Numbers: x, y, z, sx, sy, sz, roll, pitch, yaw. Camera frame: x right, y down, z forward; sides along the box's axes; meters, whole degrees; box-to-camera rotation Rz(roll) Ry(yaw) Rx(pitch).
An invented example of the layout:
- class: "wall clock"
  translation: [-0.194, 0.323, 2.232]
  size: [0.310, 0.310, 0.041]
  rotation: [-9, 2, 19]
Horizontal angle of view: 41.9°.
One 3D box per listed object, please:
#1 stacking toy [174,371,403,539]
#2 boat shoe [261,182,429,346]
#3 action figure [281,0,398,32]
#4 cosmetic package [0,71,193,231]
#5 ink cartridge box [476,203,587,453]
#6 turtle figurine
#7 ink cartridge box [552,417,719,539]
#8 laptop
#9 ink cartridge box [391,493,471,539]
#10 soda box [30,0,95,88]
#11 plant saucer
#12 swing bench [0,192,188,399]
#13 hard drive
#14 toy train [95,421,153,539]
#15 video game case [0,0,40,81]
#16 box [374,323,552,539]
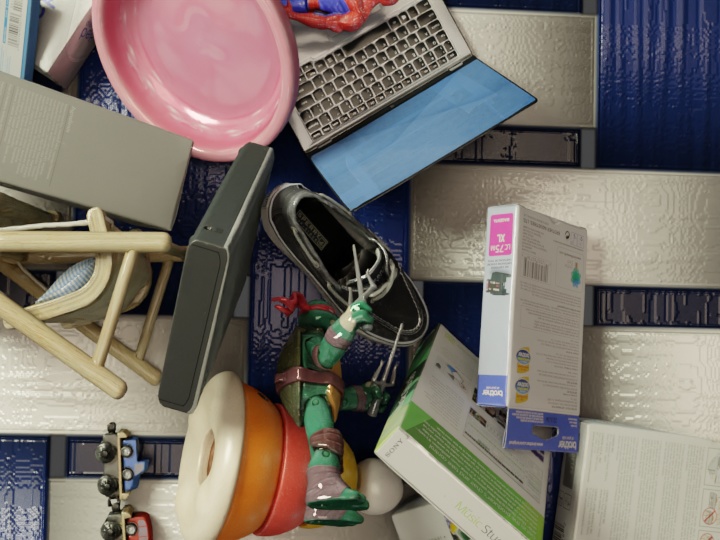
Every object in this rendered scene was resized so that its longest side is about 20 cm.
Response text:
- class: "stacking toy"
  translation: [-0.053, 0.178, 0.822]
  size: [0.196, 0.146, 0.150]
  rotation: [14, 87, -22]
- class: "boat shoe"
  translation: [0.000, 0.000, 0.810]
  size: [0.072, 0.067, 0.200]
  rotation: [-50, 117, -15]
- class: "action figure"
  translation: [-0.062, -0.243, 0.839]
  size: [0.195, 0.052, 0.067]
  rotation: [0, 60, 3]
- class: "cosmetic package"
  translation: [-0.249, -0.099, 0.769]
  size: [0.197, 0.106, 0.092]
  rotation: [20, 85, -35]
- class: "ink cartridge box"
  translation: [0.152, 0.054, 0.823]
  size: [0.118, 0.041, 0.205]
  rotation: [13, 76, -46]
- class: "turtle figurine"
  translation: [-0.020, 0.093, 0.754]
  size: [0.098, 0.150, 0.204]
  rotation: [-5, 65, 12]
- class: "ink cartridge box"
  translation: [0.277, 0.230, 0.870]
  size: [0.195, 0.047, 0.164]
  rotation: [9, 87, -14]
- class: "laptop"
  translation: [0.018, -0.179, 0.826]
  size: [0.185, 0.116, 0.203]
  rotation: [-30, 90, -5]
- class: "ink cartridge box"
  translation: [0.115, 0.289, 0.828]
  size: [0.107, 0.050, 0.204]
  rotation: [-21, 88, 21]
- class: "soda box"
  translation: [-0.242, -0.269, 0.838]
  size: [0.068, 0.063, 0.202]
  rotation: [33, 86, -1]
- class: "plant saucer"
  translation: [-0.135, -0.194, 0.804]
  size: [0.199, 0.201, 0.051]
  rotation: [38, 43, -1]
- class: "swing bench"
  translation: [-0.250, 0.009, 0.761]
  size: [0.196, 0.199, 0.133]
  rotation: [18, 87, -3]
- class: "hard drive"
  translation: [-0.112, -0.003, 0.749]
  size: [0.032, 0.201, 0.142]
  rotation: [15, 117, -3]
- class: "toy train"
  translation: [-0.207, 0.237, 0.837]
  size: [0.045, 0.034, 0.205]
  rotation: [-4, 89, -7]
- class: "video game case"
  translation: [-0.374, -0.196, 0.808]
  size: [0.196, 0.018, 0.146]
  rotation: [18, 113, 6]
- class: "box"
  translation: [0.093, 0.138, 0.782]
  size: [0.144, 0.200, 0.036]
  rotation: [41, 113, -2]
